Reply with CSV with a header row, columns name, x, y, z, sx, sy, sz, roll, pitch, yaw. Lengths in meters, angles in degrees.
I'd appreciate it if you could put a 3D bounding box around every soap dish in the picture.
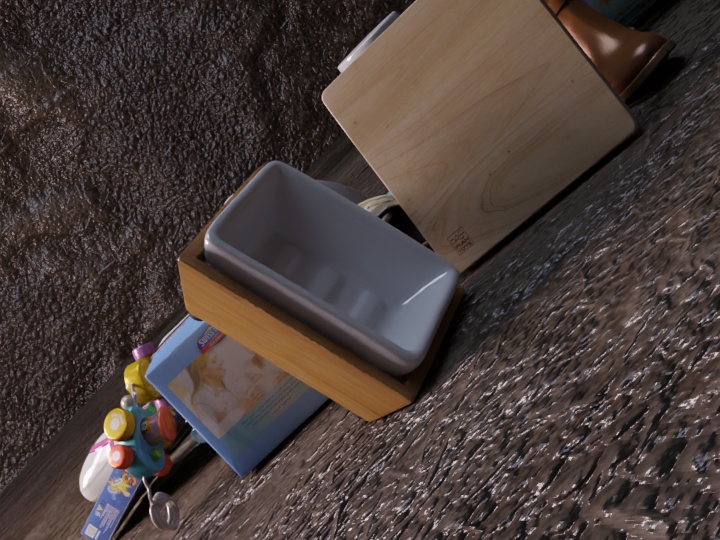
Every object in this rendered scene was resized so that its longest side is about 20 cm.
name,x,y,z,sx,sy,sz,roll,pitch,yaw
soap dish,-0.029,0.015,0.847,0.082,0.198,0.158,-59,-1,36

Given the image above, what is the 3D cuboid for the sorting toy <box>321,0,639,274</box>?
name,x,y,z,sx,sy,sz,roll,pitch,yaw
sorting toy,0.103,-0.139,0.935,0.199,0.200,0.069,-40,-6,24

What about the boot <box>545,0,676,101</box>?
name,x,y,z,sx,sy,sz,roll,pitch,yaw
boot,0.199,-0.230,1.002,0.077,0.155,0.200,-42,9,5

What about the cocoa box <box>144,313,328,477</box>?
name,x,y,z,sx,sy,sz,roll,pitch,yaw
cocoa box,-0.079,0.060,1.006,0.200,0.134,0.131,-43,10,5

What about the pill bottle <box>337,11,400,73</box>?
name,x,y,z,sx,sy,sz,roll,pitch,yaw
pill bottle,0.073,-0.162,1.115,0.112,0.200,0.112,-41,10,9

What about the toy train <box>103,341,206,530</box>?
name,x,y,z,sx,sy,sz,roll,pitch,yaw
toy train,-0.175,0.149,1.075,0.055,0.151,0.201,-26,23,21

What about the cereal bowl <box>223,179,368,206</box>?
name,x,y,z,sx,sy,sz,roll,pitch,yaw
cereal bowl,-0.083,-0.046,1.439,0.200,0.198,0.085,-31,57,54

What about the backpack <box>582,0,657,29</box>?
name,x,y,z,sx,sy,sz,roll,pitch,yaw
backpack,0.241,-0.330,1.208,0.200,0.178,0.151,-43,3,29

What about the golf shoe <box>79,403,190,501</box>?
name,x,y,z,sx,sy,sz,roll,pitch,yaw
golf shoe,-0.284,0.219,1.393,0.200,0.073,0.092,-45,11,-4

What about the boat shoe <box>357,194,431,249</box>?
name,x,y,z,sx,sy,sz,roll,pitch,yaw
boat shoe,0.027,-0.037,1.061,0.198,0.073,0.065,-16,3,39

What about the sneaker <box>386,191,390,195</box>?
name,x,y,z,sx,sy,sz,roll,pitch,yaw
sneaker,0.063,-0.098,1.277,0.082,0.073,0.200,-38,11,33

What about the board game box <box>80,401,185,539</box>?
name,x,y,z,sx,sy,sz,roll,pitch,yaw
board game box,-0.236,0.197,1.216,0.201,0.034,0.136,-59,0,31
